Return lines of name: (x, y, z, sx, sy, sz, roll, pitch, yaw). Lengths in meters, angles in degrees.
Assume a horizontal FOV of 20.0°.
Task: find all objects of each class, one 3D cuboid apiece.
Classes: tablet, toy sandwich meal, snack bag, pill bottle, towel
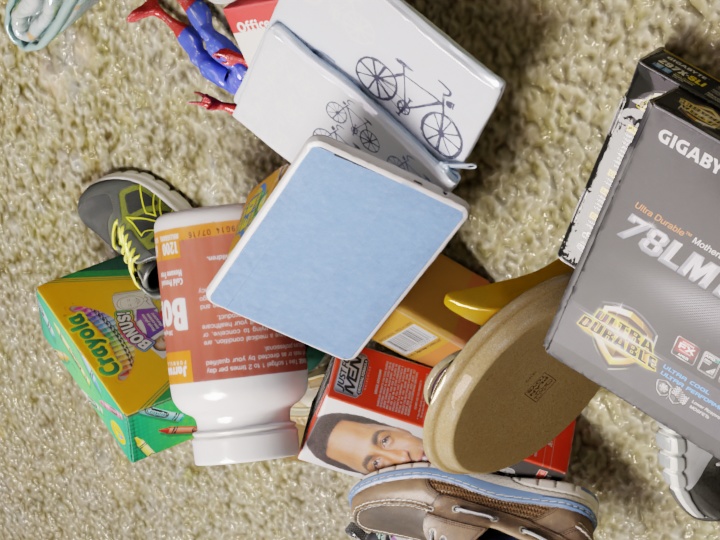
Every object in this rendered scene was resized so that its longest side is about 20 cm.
tablet: (-0.019, -0.013, 1.496, 0.130, 0.014, 0.200, 24, 136, -14)
toy sandwich meal: (0.113, 0.061, 1.476, 0.070, 0.205, 0.206, 45, 145, 32)
snack bag: (0.003, -0.123, 1.459, 0.188, 0.021, 0.200, 41, 139, 10)
pill bottle: (-0.100, 0.051, 1.621, 0.112, 0.112, 0.201, -9, 86, 48)
towel: (-0.168, -0.255, 1.504, 0.048, 0.171, 0.200, 49, 142, -3)

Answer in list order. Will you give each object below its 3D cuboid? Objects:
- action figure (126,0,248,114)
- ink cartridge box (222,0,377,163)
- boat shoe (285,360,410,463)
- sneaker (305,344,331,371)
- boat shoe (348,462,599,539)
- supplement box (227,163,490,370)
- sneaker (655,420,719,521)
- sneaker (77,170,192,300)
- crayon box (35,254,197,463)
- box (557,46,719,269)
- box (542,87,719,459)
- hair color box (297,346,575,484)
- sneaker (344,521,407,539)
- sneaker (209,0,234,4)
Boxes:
action figure: (-0.102, -0.157, 1.624, 0.200, 0.052, 0.066, 39, 137, 10)
ink cartridge box: (-0.024, -0.163, 1.523, 0.116, 0.067, 0.201, -4, 118, 46)
boat shoe: (-0.023, 0.116, 1.756, 0.199, 0.069, 0.074, -10, 135, 42)
sneaker: (-0.045, 0.027, 1.689, 0.071, 0.080, 0.200, 37, 140, 19)
boat shoe: (0.083, 0.199, 1.591, 0.199, 0.073, 0.072, 0, 141, 16)
supplement box: (0.000, 0.000, 1.572, 0.199, 0.067, 0.069, 31, 149, -20)
sneaker: (0.272, 0.101, 1.451, 0.115, 0.075, 0.201, 6, 124, 39)
sneaker: (-0.180, -0.025, 1.777, 0.199, 0.085, 0.075, 22, 134, 31)
crayon box: (-0.191, 0.069, 1.784, 0.200, 0.118, 0.058, 47, 150, 42)
box: (0.246, -0.030, 1.354, 0.200, 0.049, 0.160, 32, 121, 21)
box: (0.240, 0.016, 1.317, 0.200, 0.050, 0.199, 33, 123, 20)
hair color box: (0.060, 0.133, 1.624, 0.199, 0.061, 0.102, 18, 142, -4)
sneaker: (0.038, 0.221, 1.774, 0.139, 0.078, 0.201, 4, 123, 42)
sneaker: (-0.074, -0.255, 1.441, 0.200, 0.090, 0.067, -39, 78, 33)
